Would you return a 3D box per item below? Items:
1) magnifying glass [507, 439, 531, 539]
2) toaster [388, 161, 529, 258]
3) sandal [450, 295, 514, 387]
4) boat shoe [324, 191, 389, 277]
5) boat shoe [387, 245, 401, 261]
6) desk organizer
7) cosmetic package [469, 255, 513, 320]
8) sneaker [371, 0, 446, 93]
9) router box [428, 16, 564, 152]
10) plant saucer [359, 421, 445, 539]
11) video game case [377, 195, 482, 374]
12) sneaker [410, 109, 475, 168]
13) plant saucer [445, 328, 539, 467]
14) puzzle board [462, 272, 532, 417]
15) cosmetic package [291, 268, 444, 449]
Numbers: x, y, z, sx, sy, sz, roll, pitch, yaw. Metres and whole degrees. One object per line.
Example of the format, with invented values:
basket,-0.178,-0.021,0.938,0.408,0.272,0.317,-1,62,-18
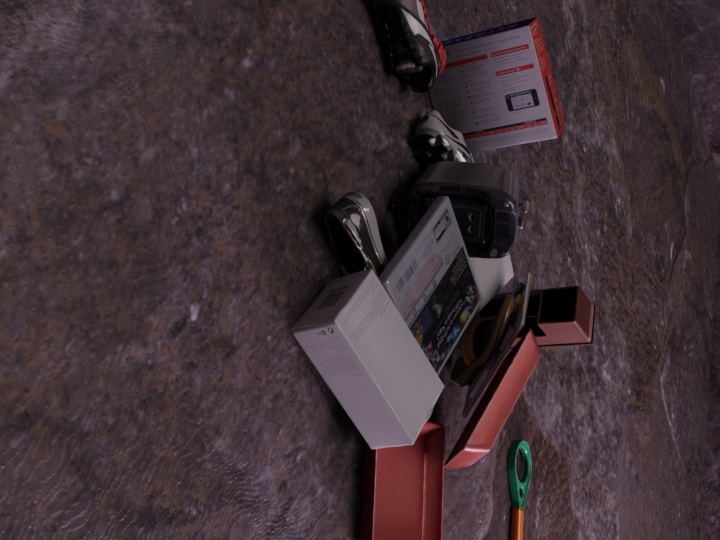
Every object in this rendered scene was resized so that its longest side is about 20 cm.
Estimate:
magnifying glass,0.288,0.411,1.608,0.079,0.022,0.204,32,60,-52
toaster,0.152,-0.096,1.330,0.129,0.196,0.116,-57,150,-59
sandal,0.177,0.110,1.365,0.053,0.201,0.081,28,48,-2
boat shoe,0.000,0.000,1.168,0.064,0.070,0.203,-39,118,-40
boat shoe,0.098,0.058,1.305,0.072,0.071,0.204,-34,114,-54
desk organizer,0.288,0.081,1.490,0.077,0.197,0.073,42,52,-43
cosmetic package,0.168,-0.001,1.415,0.199,0.084,0.110,-35,115,-55
sneaker,0.067,-0.347,1.314,0.201,0.070,0.099,54,41,-41
router box,0.208,-0.288,1.412,0.049,0.197,0.182,-45,123,-49
plant saucer,0.057,0.311,1.238,0.199,0.036,0.204,22,67,-55
video game case,0.100,0.029,1.221,0.201,0.023,0.184,-52,130,-41
sneaker,0.156,-0.175,1.428,0.201,0.073,0.089,53,40,-35
plant saucer,0.200,0.203,1.317,0.201,0.036,0.200,-57,171,-18
puzzle board,0.213,0.116,1.397,0.151,0.017,0.202,-62,178,-58
cosmetic package,0.014,0.114,1.122,0.202,0.080,0.113,60,42,-19
